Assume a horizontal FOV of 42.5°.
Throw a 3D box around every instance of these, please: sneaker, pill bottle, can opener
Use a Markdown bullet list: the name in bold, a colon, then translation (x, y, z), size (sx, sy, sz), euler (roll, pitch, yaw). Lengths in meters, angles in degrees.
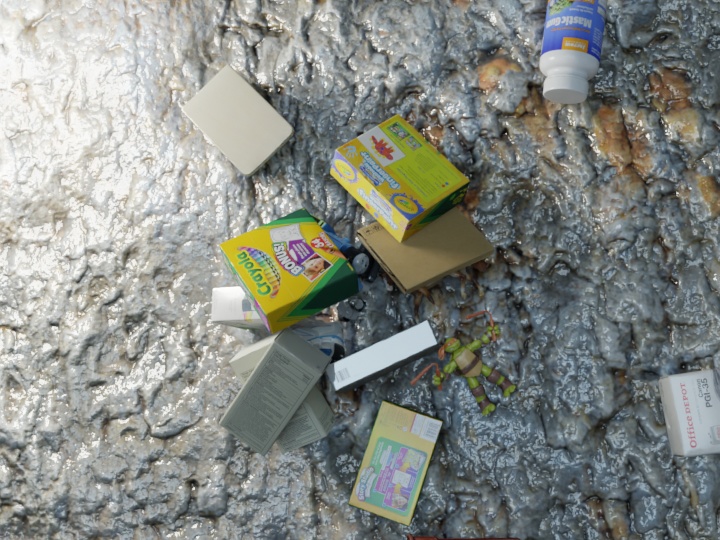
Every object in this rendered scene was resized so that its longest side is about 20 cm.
- **sneaker**: translation (-0.118, 0.139, 1.743), size (0.199, 0.075, 0.087), euler (-10, 39, 17)
- **pill bottle**: translation (0.398, -0.423, 1.745), size (0.112, 0.112, 0.201), euler (8, 81, 8)
- **can opener**: translation (0.000, 0.000, 1.747), size (0.053, 0.066, 0.201), euler (31, 76, -33)

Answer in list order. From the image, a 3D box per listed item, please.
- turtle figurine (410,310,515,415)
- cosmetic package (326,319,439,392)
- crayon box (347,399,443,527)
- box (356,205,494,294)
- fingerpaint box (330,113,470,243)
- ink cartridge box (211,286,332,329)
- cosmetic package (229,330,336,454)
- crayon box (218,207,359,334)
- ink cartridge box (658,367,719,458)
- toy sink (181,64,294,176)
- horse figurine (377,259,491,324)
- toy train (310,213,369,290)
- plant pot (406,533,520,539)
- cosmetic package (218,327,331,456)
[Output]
- **turtle figurine**: translation (0.195, 0.183, 1.686), size (0.200, 0.064, 0.161), euler (-41, 94, -16)
- **cosmetic package**: translation (0.044, 0.158, 1.671), size (0.199, 0.151, 0.052), euler (-25, 77, 1)
- **crayon box**: translation (0.065, 0.349, 1.684), size (0.118, 0.058, 0.201), euler (18, 83, 9)
- **box**: translation (0.119, -0.051, 1.695), size (0.200, 0.021, 0.164), euler (-24, 56, -24)
- **fingerpaint box**: translation (0.072, -0.173, 1.717), size (0.167, 0.073, 0.200), euler (-34, 69, -30)
- **ink cartridge box**: translation (-0.159, 0.067, 1.693), size (0.199, 0.117, 0.068), euler (-4, 77, 28)
- **cosmetic package**: translation (-0.139, 0.219, 1.679), size (0.105, 0.071, 0.200), euler (-24, 99, 20)
- **crayon box**: translation (-0.125, -0.005, 1.607), size (0.172, 0.058, 0.200), euler (-25, 48, -18)
- **ink cartridge box**: translation (0.643, 0.244, 1.624), size (0.199, 0.083, 0.147), euler (-9, 80, 5)
- **toy sink**: translation (-0.223, -0.273, 1.792), size (0.130, 0.112, 0.200), euler (-45, 74, -2)
- **horse figurine**: translation (0.147, 0.017, 1.728), size (0.200, 0.050, 0.133), euler (-29, 63, 9)
- **toy train**: translation (-0.070, -0.025, 1.714), size (0.200, 0.087, 0.114), euler (32, 76, 36)
- **plant pot**: translation (0.188, 0.542, 1.581), size (0.194, 0.201, 0.202), euler (-6, 80, -2)
- **cosmetic package**: translation (-0.148, 0.210, 1.601), size (0.103, 0.073, 0.200), euler (36, 111, 1)
